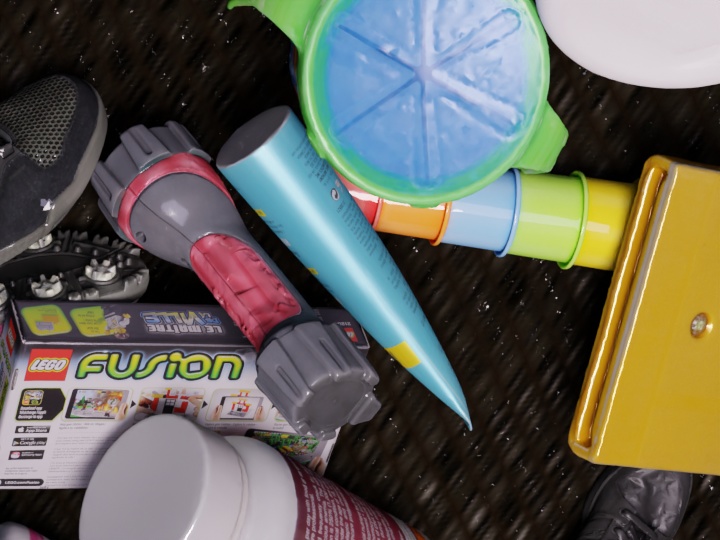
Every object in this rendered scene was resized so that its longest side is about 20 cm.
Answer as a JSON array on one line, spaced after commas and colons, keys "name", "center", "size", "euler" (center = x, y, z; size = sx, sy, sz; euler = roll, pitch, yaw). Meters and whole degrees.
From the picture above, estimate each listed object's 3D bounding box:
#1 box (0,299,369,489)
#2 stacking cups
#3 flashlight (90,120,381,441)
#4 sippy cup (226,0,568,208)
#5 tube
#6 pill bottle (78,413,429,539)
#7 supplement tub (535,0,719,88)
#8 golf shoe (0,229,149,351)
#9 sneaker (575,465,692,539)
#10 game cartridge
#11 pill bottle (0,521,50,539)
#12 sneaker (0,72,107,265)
[{"name": "box", "center": [-0.103, 0.070, 1.269], "size": [0.198, 0.035, 0.111], "euler": [2, 129, -24]}, {"name": "stacking cups", "center": [0.066, -0.041, 1.314], "size": [0.198, 0.061, 0.061], "euler": [11, 100, -11]}, {"name": "flashlight", "center": [-0.069, 0.004, 1.222], "size": [0.067, 0.200, 0.068], "euler": [-27, 144, -17]}, {"name": "sippy cup", "center": [0.020, -0.111, 1.245], "size": [0.139, 0.130, 0.179], "euler": [-28, 105, -7]}, {"name": "tube", "center": [0.000, 0.000, 1.264], "size": [0.050, 0.078, 0.200], "euler": [-34, 111, 11]}, {"name": "pill bottle", "center": [-0.052, 0.160, 1.265], "size": [0.200, 0.114, 0.115], "euler": [34, 94, -41]}, {"name": "supplement tub", "center": [0.166, -0.214, 1.209], "size": [0.144, 0.146, 0.201], "euler": [14, 60, -14]}, {"name": "golf shoe", "center": [-0.209, 0.038, 1.273], "size": [0.198, 0.077, 0.089], "euler": [-16, 123, -3]}, {"name": "sneaker", "center": [0.139, 0.196, 1.352], "size": [0.060, 0.104, 0.200], "euler": [39, 92, -16]}, {"name": "game cartridge", "center": [0.223, 0.033, 1.341], "size": [0.199, 0.032, 0.178], "euler": [9, 101, -37]}, {"name": "pill bottle", "center": [-0.140, 0.235, 1.298], "size": [0.199, 0.113, 0.114], "euler": [30, 95, -16]}, {"name": "sneaker", "center": [-0.219, -0.053, 1.206], "size": [0.199, 0.076, 0.115], "euler": [-39, 144, -18]}]
